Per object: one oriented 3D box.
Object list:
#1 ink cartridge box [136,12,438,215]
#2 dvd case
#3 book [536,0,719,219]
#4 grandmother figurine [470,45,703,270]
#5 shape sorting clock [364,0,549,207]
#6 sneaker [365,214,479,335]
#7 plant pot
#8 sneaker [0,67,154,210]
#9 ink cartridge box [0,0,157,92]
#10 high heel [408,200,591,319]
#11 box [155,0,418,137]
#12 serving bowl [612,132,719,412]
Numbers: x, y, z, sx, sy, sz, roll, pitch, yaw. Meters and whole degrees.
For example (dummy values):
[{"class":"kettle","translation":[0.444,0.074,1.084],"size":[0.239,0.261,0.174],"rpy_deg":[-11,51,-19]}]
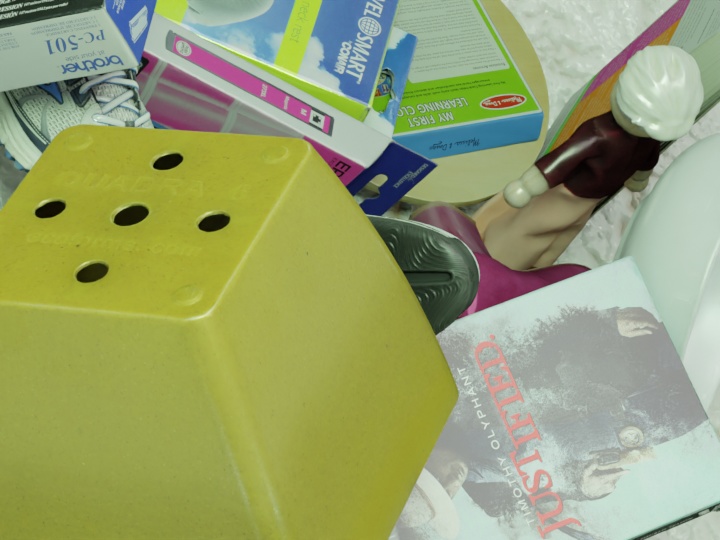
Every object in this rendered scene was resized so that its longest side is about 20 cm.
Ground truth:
[{"class":"ink cartridge box","translation":[-0.064,-0.069,1.407],"size":[0.200,0.095,0.037],"rpy_deg":[25,48,-23]},{"class":"dvd case","translation":[0.086,0.089,1.327],"size":[0.199,0.022,0.146],"rpy_deg":[-19,76,-19]},{"class":"book","translation":[0.187,-0.124,1.569],"size":[0.048,0.200,0.134],"rpy_deg":[38,45,-10]},{"class":"grandmother figurine","translation":[0.130,-0.059,1.477],"size":[0.121,0.200,0.061],"rpy_deg":[-25,73,-47]},{"class":"shape sorting clock","translation":[0.026,-0.124,1.557],"size":[0.199,0.039,0.200],"rpy_deg":[14,50,-18]},{"class":"sneaker","translation":[0.000,0.000,1.345],"size":[0.115,0.200,0.076],"rpy_deg":[-21,100,-50]},{"class":"plant pot","translation":[-0.089,0.043,1.186],"size":[0.200,0.199,0.177],"rpy_deg":[-61,147,-44]},{"class":"sneaker","translation":[-0.153,-0.103,1.312],"size":[0.077,0.085,0.200],"rpy_deg":[1,34,-50]},{"class":"ink cartridge box","translation":[-0.199,-0.133,1.278],"size":[0.044,0.199,0.094],"rpy_deg":[60,30,-42]},{"class":"high heel","translation":[0.100,0.037,1.463],"size":[0.200,0.067,0.096],"rpy_deg":[26,36,-41]},{"class":"box","translation":[-0.059,-0.150,1.475],"size":[0.199,0.048,0.122],"rpy_deg":[22,48,-8]},{"class":"serving bowl","translation":[0.184,0.008,1.467],"size":[0.066,0.201,0.200],"rpy_deg":[19,42,15]}]
